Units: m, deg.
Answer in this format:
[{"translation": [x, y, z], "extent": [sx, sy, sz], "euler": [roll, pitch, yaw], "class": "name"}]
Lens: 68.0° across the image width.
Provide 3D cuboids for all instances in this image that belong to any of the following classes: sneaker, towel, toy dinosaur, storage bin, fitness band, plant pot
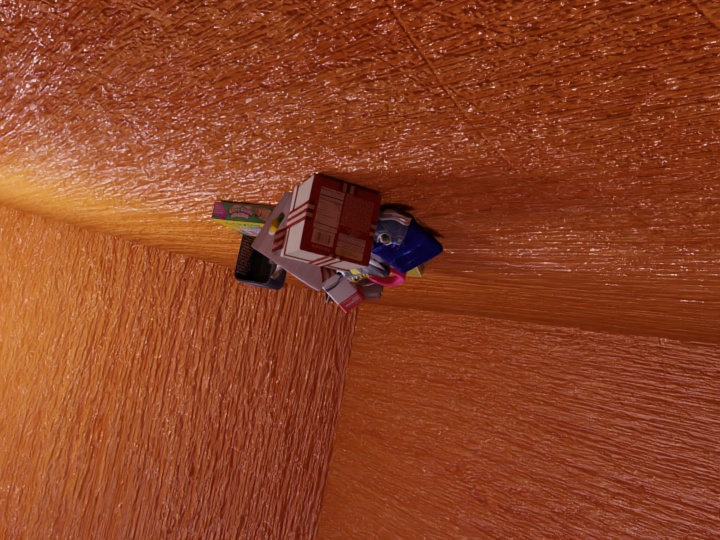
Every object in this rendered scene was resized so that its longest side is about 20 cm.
[{"translation": [0.041, -0.104, 1.259], "extent": [0.075, 0.078, 0.199], "euler": [13, 178, -30], "class": "sneaker"}, {"translation": [0.115, -0.056, 1.369], "extent": [0.146, 0.050, 0.199], "euler": [-24, 152, 24], "class": "towel"}, {"translation": [0.000, 0.000, 1.545], "extent": [0.198, 0.086, 0.074], "euler": [17, 178, 38], "class": "sneaker"}, {"translation": [-0.200, -0.045, 1.566], "extent": [0.198, 0.059, 0.101], "euler": [-27, 149, 23], "class": "toy dinosaur"}, {"translation": [-0.302, -0.050, 1.682], "extent": [0.133, 0.203, 0.094], "euler": [8, 172, 22], "class": "storage bin"}, {"translation": [0.062, 0.008, 1.651], "extent": [0.142, 0.038, 0.200], "euler": [21, 165, -12], "class": "fitness band"}, {"translation": [-0.022, 0.023, 1.923], "extent": [0.195, 0.203, 0.200], "euler": [5, 174, -10], "class": "plant pot"}]

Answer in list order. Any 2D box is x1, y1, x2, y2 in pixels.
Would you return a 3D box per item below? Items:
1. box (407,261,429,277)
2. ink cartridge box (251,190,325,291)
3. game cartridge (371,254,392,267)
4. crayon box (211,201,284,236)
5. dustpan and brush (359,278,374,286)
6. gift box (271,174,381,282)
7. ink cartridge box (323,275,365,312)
[{"translation": [0.118, -0.027, 1.695], "extent": [0.198, 0.076, 0.050], "euler": [6, 139, 40], "class": "box"}, {"translation": [-0.141, -0.070, 1.292], "extent": [0.199, 0.161, 0.047], "euler": [33, 175, -14], "class": "ink cartridge box"}, {"translation": [0.115, -0.056, 1.473], "extent": [0.132, 0.041, 0.199], "euler": [-24, 154, 32], "class": "game cartridge"}, {"translation": [-0.300, -0.142, 1.552], "extent": [0.197, 0.059, 0.172], "euler": [7, 172, 22], "class": "crayon box"}, {"translation": [0.061, -0.021, 1.812], "extent": [0.198, 0.141, 0.057], "euler": [-2, 147, -44], "class": "dustpan and brush"}, {"translation": [-0.080, -0.084, 1.167], "extent": [0.183, 0.203, 0.186], "euler": [19, 172, -19], "class": "gift box"}, {"translation": [-0.081, 0.013, 1.711], "extent": [0.200, 0.083, 0.145], "euler": [48, -165, -29], "class": "ink cartridge box"}]
